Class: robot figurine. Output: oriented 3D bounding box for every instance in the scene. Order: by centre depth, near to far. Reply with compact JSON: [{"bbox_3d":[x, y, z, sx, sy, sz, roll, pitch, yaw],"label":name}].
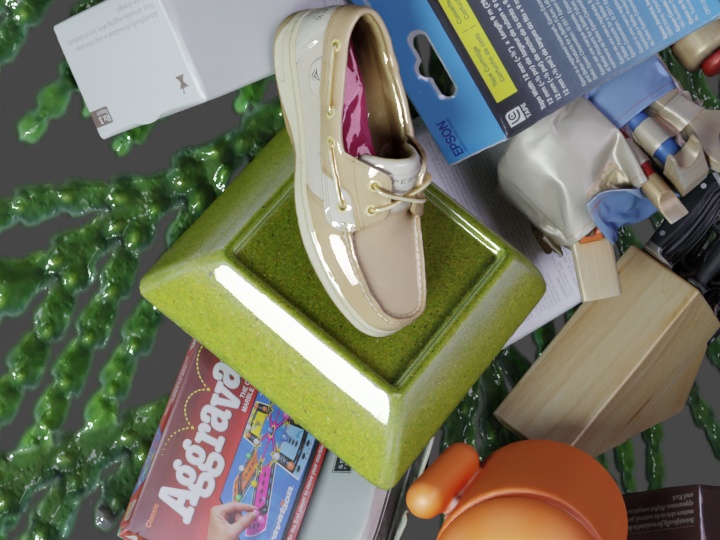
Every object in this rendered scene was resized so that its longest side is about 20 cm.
[{"bbox_3d":[0.104,0.177,1.372,0.200,0.117,0.144,-52,127,-70],"label":"robot figurine"}]

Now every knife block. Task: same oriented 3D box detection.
[{"bbox_3d":[0.195,0.028,1.501,0.200,0.064,0.176,-21,136,-41],"label":"knife block"}]

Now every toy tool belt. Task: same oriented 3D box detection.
[{"bbox_3d":[0.195,-0.077,1.446,0.200,0.125,0.123,-36,79,-7],"label":"toy tool belt"}]

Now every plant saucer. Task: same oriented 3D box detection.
[{"bbox_3d":[0.000,0.000,1.356,0.200,0.048,0.200,39,56,3],"label":"plant saucer"}]

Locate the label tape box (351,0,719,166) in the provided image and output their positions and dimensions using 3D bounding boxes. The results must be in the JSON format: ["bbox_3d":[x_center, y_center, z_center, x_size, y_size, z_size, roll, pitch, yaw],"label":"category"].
[{"bbox_3d":[0.107,-0.178,1.375,0.143,0.200,0.066,57,8,-27],"label":"label tape box"}]

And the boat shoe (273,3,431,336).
[{"bbox_3d":[0.004,-0.059,1.282,0.074,0.069,0.200,-21,98,-41],"label":"boat shoe"}]

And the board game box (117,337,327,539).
[{"bbox_3d":[-0.068,0.093,1.341,0.103,0.019,0.200,27,62,-16],"label":"board game box"}]

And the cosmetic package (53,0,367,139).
[{"bbox_3d":[-0.074,-0.156,1.350,0.200,0.113,0.081,-27,98,-43],"label":"cosmetic package"}]

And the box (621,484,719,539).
[{"bbox_3d":[0.274,0.198,1.572,0.200,0.100,0.075,8,75,-40],"label":"box"}]

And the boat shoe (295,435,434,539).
[{"bbox_3d":[0.011,0.108,1.393,0.064,0.071,0.200,52,51,-49],"label":"boat shoe"}]

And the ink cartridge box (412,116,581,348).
[{"bbox_3d":[0.046,-0.014,1.475,0.200,0.057,0.163,-29,100,-20],"label":"ink cartridge box"}]
